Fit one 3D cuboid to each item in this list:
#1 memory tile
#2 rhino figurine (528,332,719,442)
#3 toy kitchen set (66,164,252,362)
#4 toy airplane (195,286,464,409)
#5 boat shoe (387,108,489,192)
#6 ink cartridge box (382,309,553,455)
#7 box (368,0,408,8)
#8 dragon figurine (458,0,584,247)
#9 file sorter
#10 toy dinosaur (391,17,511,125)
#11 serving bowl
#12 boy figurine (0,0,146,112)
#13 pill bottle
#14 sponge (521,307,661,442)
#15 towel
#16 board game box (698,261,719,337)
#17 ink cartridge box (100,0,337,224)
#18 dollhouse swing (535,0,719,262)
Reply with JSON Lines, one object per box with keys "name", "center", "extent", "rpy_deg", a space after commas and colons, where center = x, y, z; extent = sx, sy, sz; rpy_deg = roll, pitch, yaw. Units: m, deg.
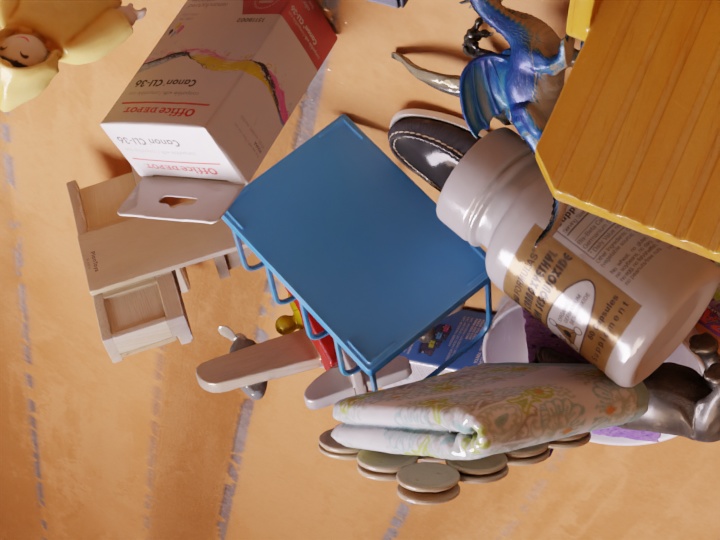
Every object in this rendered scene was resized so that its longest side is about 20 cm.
{"name": "memory tile", "center": [0.079, 0.139, 1.349], "extent": [0.153, 0.200, 0.017], "rpy_deg": [18, 115, 47]}
{"name": "rhino figurine", "center": [0.216, 0.095, 1.315], "extent": [0.200, 0.060, 0.088], "rpy_deg": [3, 135, 33]}
{"name": "toy kitchen set", "center": [-0.174, 0.011, 1.629], "extent": [0.163, 0.200, 0.181], "rpy_deg": [-18, 144, -2]}
{"name": "toy airplane", "center": [-0.025, 0.059, 1.514], "extent": [0.200, 0.199, 0.141], "rpy_deg": [22, 155, 12]}
{"name": "boat shoe", "center": [0.105, -0.061, 1.340], "extent": [0.200, 0.060, 0.074], "rpy_deg": [32, 151, -5]}
{"name": "ink cartridge box", "center": [0.119, 0.106, 1.587], "extent": [0.200, 0.076, 0.137], "rpy_deg": [12, 148, 33]}
{"name": "box", "center": [-0.058, -0.273, 1.150], "extent": [0.200, 0.051, 0.158], "rpy_deg": [18, 151, 19]}
{"name": "dragon figurine", "center": [0.109, -0.124, 1.146], "extent": [0.099, 0.059, 0.201], "rpy_deg": [11, 110, 36]}
{"name": "file sorter", "center": [0.000, 0.000, 1.388], "extent": [0.200, 0.139, 0.123], "rpy_deg": [46, 164, 24]}
{"name": "toy dinosaur", "center": [0.107, -0.139, 1.231], "extent": [0.200, 0.048, 0.088], "rpy_deg": [26, 159, 14]}
{"name": "serving bowl", "center": [0.211, 0.067, 1.433], "extent": [0.200, 0.066, 0.200], "rpy_deg": [14, 142, 12]}
{"name": "boy figurine", "center": [-0.232, -0.210, 1.260], "extent": [0.124, 0.200, 0.064], "rpy_deg": [31, 153, 3]}
{"name": "pill bottle", "center": [0.159, -0.015, 1.233], "extent": [0.200, 0.114, 0.114], "rpy_deg": [40, 156, 20]}
{"name": "sponge", "center": [0.195, 0.066, 1.363], "extent": [0.111, 0.030, 0.200], "rpy_deg": [7, 139, 18]}
{"name": "towel", "center": [0.096, 0.109, 1.270], "extent": [0.200, 0.171, 0.048], "rpy_deg": [-3, 97, 54]}
{"name": "board game box", "center": [0.306, 0.015, 1.318], "extent": [0.200, 0.032, 0.120], "rpy_deg": [34, 156, -8]}
{"name": "ink cartridge box", "center": [-0.118, -0.133, 1.277], "extent": [0.116, 0.200, 0.068], "rpy_deg": [5, 144, 37]}
{"name": "dollhouse swing", "center": [0.214, -0.135, 0.996], "extent": [0.200, 0.176, 0.182], "rpy_deg": [23, 152, 14]}
